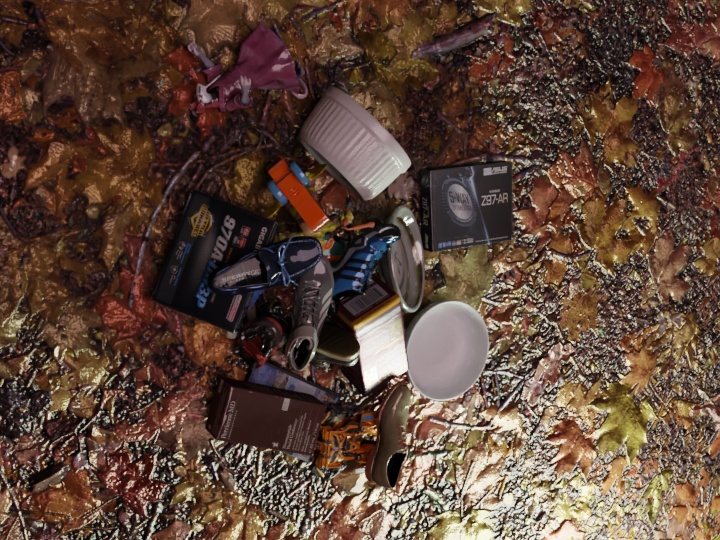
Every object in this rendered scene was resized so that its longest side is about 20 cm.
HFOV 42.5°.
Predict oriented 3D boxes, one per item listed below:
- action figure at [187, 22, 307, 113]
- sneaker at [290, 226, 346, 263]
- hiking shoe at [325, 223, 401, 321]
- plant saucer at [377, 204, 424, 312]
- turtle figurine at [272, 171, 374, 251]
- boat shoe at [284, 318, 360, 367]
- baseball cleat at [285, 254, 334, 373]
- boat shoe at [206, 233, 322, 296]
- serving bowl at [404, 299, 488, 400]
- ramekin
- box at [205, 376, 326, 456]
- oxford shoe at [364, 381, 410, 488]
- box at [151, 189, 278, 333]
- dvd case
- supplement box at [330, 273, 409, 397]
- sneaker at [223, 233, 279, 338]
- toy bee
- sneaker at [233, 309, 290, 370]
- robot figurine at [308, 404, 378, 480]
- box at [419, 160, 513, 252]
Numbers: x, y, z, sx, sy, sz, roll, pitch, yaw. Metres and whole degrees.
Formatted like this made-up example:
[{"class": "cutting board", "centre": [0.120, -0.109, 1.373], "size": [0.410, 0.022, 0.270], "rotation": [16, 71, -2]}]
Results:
[{"class": "action figure", "centre": [-0.205, -0.326, 1.576], "size": [0.199, 0.134, 0.149], "rotation": [-35, 157, -5]}, {"class": "sneaker", "centre": [-0.047, -0.015, 1.713], "size": [0.079, 0.071, 0.201], "rotation": [-35, 112, -14]}, {"class": "hiking shoe", "centre": [0.000, 0.000, 1.633], "size": [0.199, 0.087, 0.074], "rotation": [-38, 161, 9]}, {"class": "plant saucer", "centre": [0.071, -0.020, 1.750], "size": [0.200, 0.049, 0.203], "rotation": [-6, 90, -69]}, {"class": "turtle figurine", "centre": [-0.084, -0.093, 1.636], "size": [0.197, 0.065, 0.163], "rotation": [-19, 65, -2]}, {"class": "boat shoe", "centre": [-0.071, 0.139, 1.660], "size": [0.071, 0.199, 0.067], "rotation": [-28, 121, -37]}, {"class": "baseball cleat", "centre": [-0.082, 0.073, 1.558], "size": [0.069, 0.106, 0.203], "rotation": [8, 97, -7]}, {"class": "boat shoe", "centre": [-0.151, 0.002, 1.514], "size": [0.198, 0.069, 0.085], "rotation": [-26, 94, -7]}, {"class": "serving bowl", "centre": [0.160, 0.155, 1.860], "size": [0.197, 0.066, 0.203], "rotation": [-5, 101, -28]}, {"class": "ramekin", "centre": [-0.017, -0.215, 1.626], "size": [0.105, 0.200, 0.200], "rotation": [-48, 117, -2]}, {"class": "box", "centre": [-0.170, 0.264, 1.677], "size": [0.198, 0.075, 0.102], "rotation": [15, 92, -27]}, {"class": "oxford shoe", "centre": [0.071, 0.316, 1.770], "size": [0.070, 0.074, 0.203], "rotation": [12, 91, -40]}, {"class": "box", "centre": [-0.246, -0.015, 1.574], "size": [0.157, 0.046, 0.203], "rotation": [21, 88, 5]}, {"class": "dvd case", "centre": [-0.144, 0.264, 1.741], "size": [0.199, 0.017, 0.144], "rotation": [28, 85, -29]}, {"class": "supplement box", "centre": [0.017, 0.122, 1.723], "size": [0.110, 0.086, 0.202], "rotation": [-30, 137, -21]}, {"class": "sneaker", "centre": [-0.177, 0.027, 1.646], "size": [0.110, 0.077, 0.203], "rotation": [11, 87, -20]}, {"class": "toy bee", "centre": [-0.118, -0.158, 1.586], "size": [0.129, 0.109, 0.203], "rotation": [-18, 93, 3]}, {"class": "sneaker", "centre": [-0.162, 0.107, 1.613], "size": [0.071, 0.201, 0.098], "rotation": [43, 67, 1]}, {"class": "robot figurine", "centre": [-0.015, 0.330, 1.789], "size": [0.198, 0.058, 0.147], "rotation": [0, 98, -39]}, {"class": "box", "centre": [0.213, -0.130, 1.850], "size": [0.197, 0.043, 0.163], "rotation": [-8, 103, -27]}]
